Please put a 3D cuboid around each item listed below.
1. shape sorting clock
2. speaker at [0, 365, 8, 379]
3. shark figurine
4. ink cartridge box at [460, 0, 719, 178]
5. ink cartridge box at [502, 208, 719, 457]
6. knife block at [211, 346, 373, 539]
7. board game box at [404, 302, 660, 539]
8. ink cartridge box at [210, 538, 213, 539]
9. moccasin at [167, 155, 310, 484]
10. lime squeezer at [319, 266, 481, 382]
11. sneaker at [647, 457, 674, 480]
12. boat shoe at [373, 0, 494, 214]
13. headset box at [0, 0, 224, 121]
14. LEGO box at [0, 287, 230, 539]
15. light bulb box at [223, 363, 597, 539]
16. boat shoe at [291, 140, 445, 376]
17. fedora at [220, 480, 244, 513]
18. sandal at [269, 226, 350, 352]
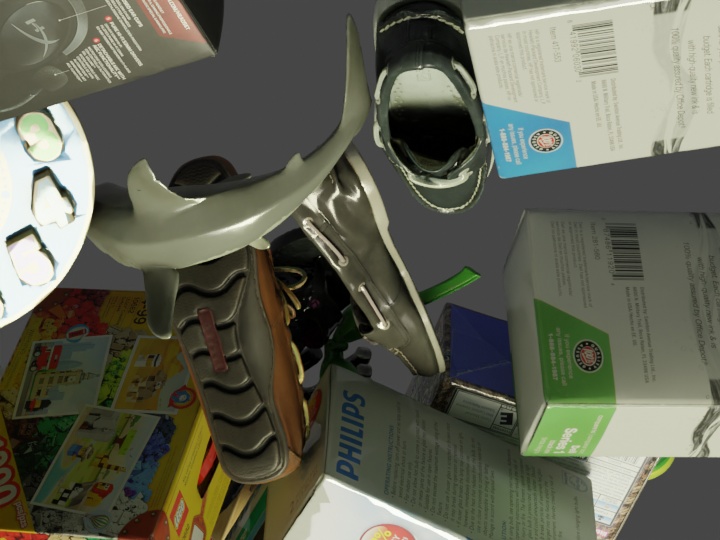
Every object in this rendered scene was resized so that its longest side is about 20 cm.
[{"bbox_3d":[-0.249,-0.044,1.106,0.199,0.039,0.201,-4,115,-9],"label":"shape sorting clock"},{"bbox_3d":[-0.327,0.100,1.376,0.199,0.082,0.081,5,147,-15],"label":"speaker"},{"bbox_3d":[-0.083,-0.051,1.106,0.214,0.129,0.090,-24,135,18],"label":"shark figurine"},{"bbox_3d":[0.159,-0.132,1.043,0.199,0.086,0.147,-9,149,7],"label":"ink cartridge box"},{"bbox_3d":[0.202,0.042,1.271,0.199,0.147,0.084,2,149,-8],"label":"ink cartridge box"},{"bbox_3d":[-0.065,0.116,1.461,0.064,0.176,0.200,19,-173,-30],"label":"knife block"},{"bbox_3d":[0.098,0.148,1.383,0.159,0.097,0.201,19,120,-8],"label":"board game box"},{"bbox_3d":[-0.201,0.246,1.561,0.199,0.145,0.084,20,141,-33],"label":"ink cartridge box"},{"bbox_3d":[-0.072,0.028,1.210,0.073,0.202,0.078,-18,-174,19],"label":"moccasin"},{"bbox_3d":[0.005,0.068,1.350,0.070,0.200,0.038,33,-170,11],"label":"lime squeezer"},{"bbox_3d":[0.141,0.116,1.465,0.199,0.074,0.084,-4,142,-8],"label":"sneaker"},{"bbox_3d":[0.040,-0.083,1.135,0.075,0.061,0.200,-7,148,10],"label":"boat shoe"},{"bbox_3d":[-0.169,-0.158,0.959,0.199,0.077,0.149,-16,136,18],"label":"headset box"},{"bbox_3d":[-0.160,0.111,1.259,0.148,0.201,0.077,1,137,17],"label":"LEGO box"},{"bbox_3d":[0.022,0.202,1.290,0.199,0.125,0.199,24,119,-12],"label":"light bulb box"},{"bbox_3d":[0.000,0.000,1.235,0.057,0.067,0.200,-25,132,-2],"label":"boat shoe"},{"bbox_3d":[-0.167,0.126,1.387,0.200,0.201,0.092,-19,114,24],"label":"fedora"},{"bbox_3d":[-0.045,0.035,1.328,0.075,0.048,0.201,9,145,-21],"label":"sandal"}]
